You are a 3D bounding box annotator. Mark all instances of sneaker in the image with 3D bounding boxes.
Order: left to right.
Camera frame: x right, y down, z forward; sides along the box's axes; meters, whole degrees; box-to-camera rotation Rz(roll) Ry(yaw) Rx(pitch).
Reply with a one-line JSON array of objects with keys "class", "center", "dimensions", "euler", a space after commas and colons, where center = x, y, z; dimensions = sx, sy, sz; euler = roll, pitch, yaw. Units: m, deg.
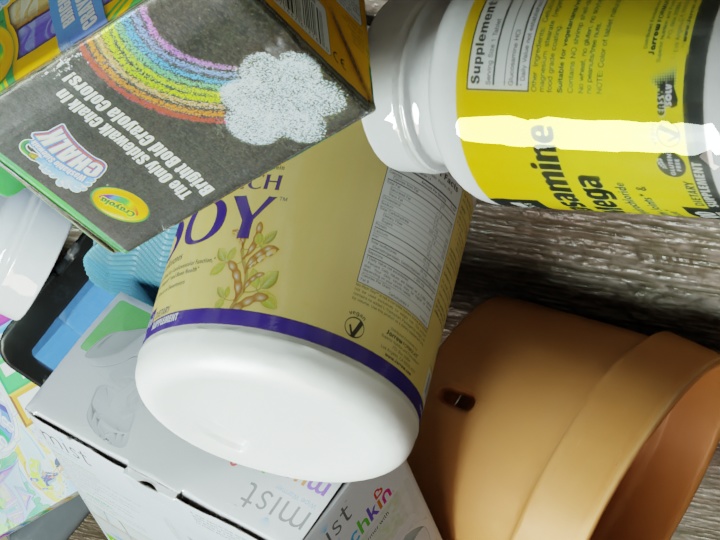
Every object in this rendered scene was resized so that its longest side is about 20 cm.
[{"class": "sneaker", "center": [-0.103, -0.041, 1.452], "dimensions": [0.076, 0.081, 0.200], "euler": [25, 147, 1]}]

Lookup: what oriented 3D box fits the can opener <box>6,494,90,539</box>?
[{"class": "can opener", "center": [-0.170, 0.094, 1.683], "dimensions": [0.067, 0.200, 0.053], "euler": [41, 178, -23]}]

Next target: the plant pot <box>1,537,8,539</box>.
[{"class": "plant pot", "center": [-0.249, 0.084, 1.753], "dimensions": [0.134, 0.201, 0.200], "euler": [-28, 136, 15]}]

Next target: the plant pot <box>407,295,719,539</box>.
[{"class": "plant pot", "center": [0.108, 0.105, 1.506], "dimensions": [0.140, 0.200, 0.200], "euler": [31, 160, 20]}]

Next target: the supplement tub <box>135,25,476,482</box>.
[{"class": "supplement tub", "center": [-0.022, -0.010, 1.321], "dimensions": [0.145, 0.201, 0.146], "euler": [12, 155, 6]}]

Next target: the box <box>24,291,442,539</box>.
[{"class": "box", "center": [-0.065, 0.129, 1.456], "dimensions": [0.199, 0.097, 0.177], "euler": [25, 154, 33]}]

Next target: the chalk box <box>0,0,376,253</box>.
[{"class": "chalk box", "center": [-0.109, -0.104, 1.212], "dimensions": [0.199, 0.124, 0.125], "euler": [-27, 134, 24]}]

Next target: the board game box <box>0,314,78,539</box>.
[{"class": "board game box", "center": [-0.257, 0.071, 1.647], "dimensions": [0.201, 0.134, 0.034], "euler": [60, -177, 6]}]

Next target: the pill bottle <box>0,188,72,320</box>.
[{"class": "pill bottle", "center": [-0.270, -0.056, 1.531], "dimensions": [0.199, 0.116, 0.116], "euler": [27, 155, -13]}]

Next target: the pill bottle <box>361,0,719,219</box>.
[{"class": "pill bottle", "center": [0.104, -0.083, 1.189], "dimensions": [0.199, 0.113, 0.113], "euler": [4, 151, 32]}]

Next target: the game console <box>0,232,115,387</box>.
[{"class": "game console", "center": [-0.084, 0.043, 1.588], "dimensions": [0.200, 0.117, 0.175], "euler": [37, 151, -33]}]
